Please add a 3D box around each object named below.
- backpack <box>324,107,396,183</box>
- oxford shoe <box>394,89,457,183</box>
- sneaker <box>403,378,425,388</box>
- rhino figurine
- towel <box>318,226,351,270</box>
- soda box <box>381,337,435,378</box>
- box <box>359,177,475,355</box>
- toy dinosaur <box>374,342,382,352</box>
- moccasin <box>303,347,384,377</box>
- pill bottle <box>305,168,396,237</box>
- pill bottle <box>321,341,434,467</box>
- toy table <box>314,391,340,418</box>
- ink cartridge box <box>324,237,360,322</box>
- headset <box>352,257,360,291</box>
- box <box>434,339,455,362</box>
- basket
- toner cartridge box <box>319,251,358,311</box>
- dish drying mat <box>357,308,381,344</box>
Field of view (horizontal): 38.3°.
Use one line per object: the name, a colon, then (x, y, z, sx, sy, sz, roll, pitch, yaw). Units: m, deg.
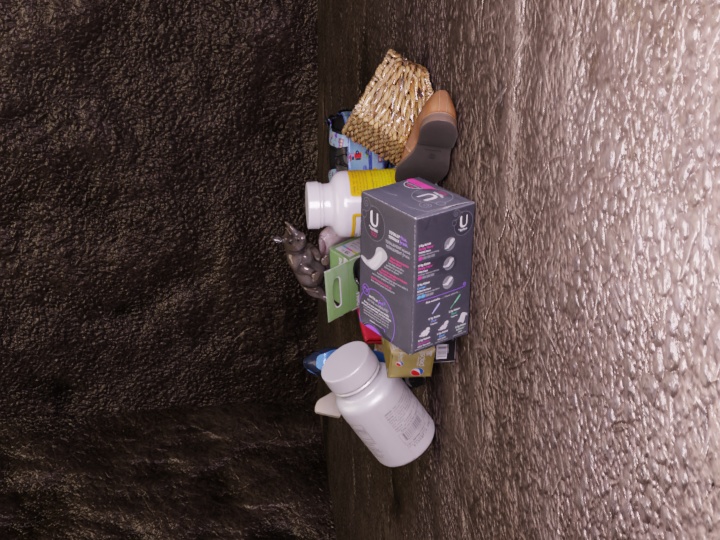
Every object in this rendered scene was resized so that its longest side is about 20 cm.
backpack: (0.006, -0.213, 1.934, 0.200, 0.134, 0.183, -129, 38, -80)
oxford shoe: (0.099, -0.183, 1.492, 0.200, 0.071, 0.071, 118, 160, -59)
sneaker: (0.079, 0.132, 1.731, 0.200, 0.074, 0.080, 103, 165, -65)
rhino figurine: (-0.094, -0.017, 1.812, 0.087, 0.060, 0.200, 28, 157, 40)
towel: (0.003, -0.092, 1.860, 0.032, 0.200, 0.191, 46, 166, 9)
soda box: (0.062, 0.064, 1.555, 0.064, 0.068, 0.200, 95, 170, -46)
box: (0.074, -0.008, 1.400, 0.122, 0.106, 0.200, 31, 129, 46)
toy dinosaur: (0.061, 0.134, 1.870, 0.058, 0.200, 0.101, 18, 150, 41)
moccasin: (-0.014, 0.162, 1.773, 0.068, 0.200, 0.081, -3, 70, 43)
pill bottle: (0.016, -0.105, 1.613, 0.104, 0.200, 0.104, 178, 90, -83)
pill bottle: (0.026, 0.214, 1.683, 0.200, 0.114, 0.114, 54, -170, -27)
toy table: (0.014, 0.236, 1.990, 0.200, 0.184, 0.117, 71, -150, -70)
ink cartridge box: (0.000, 0.000, 1.805, 0.059, 0.200, 0.104, 30, 133, 40)
headset: (0.051, -0.011, 1.733, 0.094, 0.124, 0.200, 35, 159, 31)
box: (0.115, 0.021, 1.526, 0.110, 0.035, 0.200, -106, 15, -64)
basket: (0.072, -0.258, 1.676, 0.143, 0.149, 0.200, -60, 4, -6)
toner cartridge box: (0.001, 0.019, 1.972, 0.200, 0.043, 0.095, 48, 144, 21)
dish drying mat: (0.025, 0.048, 1.864, 0.018, 0.077, 0.200, 108, 157, -48)
